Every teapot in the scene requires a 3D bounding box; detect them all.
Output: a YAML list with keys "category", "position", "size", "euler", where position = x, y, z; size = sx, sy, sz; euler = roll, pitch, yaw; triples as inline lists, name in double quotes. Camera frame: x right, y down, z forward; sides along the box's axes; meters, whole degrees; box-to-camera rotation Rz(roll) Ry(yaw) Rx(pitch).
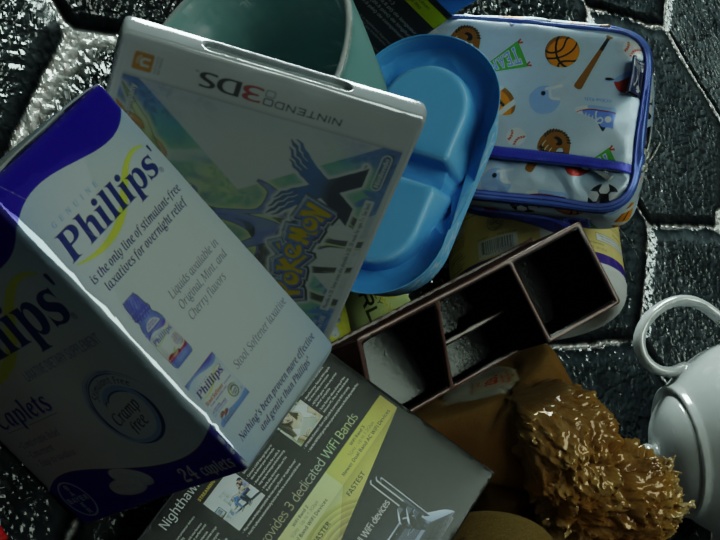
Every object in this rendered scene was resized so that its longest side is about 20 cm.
- category: "teapot"
  position: [0.323, 0.154, 1.148]
  size: [0.146, 0.198, 0.200]
  euler: [-6, 37, -8]

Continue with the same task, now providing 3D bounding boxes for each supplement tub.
- category: "supplement tub"
  position: [0.142, -0.054, 1.070]
  size: [0.145, 0.145, 0.200]
  euler: [17, 60, -38]

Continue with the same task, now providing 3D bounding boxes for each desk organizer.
- category: "desk organizer"
  position: [0.078, 0.041, 0.896]
  size: [0.200, 0.077, 0.072]
  euler: [-27, 90, -23]

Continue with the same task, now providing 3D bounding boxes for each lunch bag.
- category: "lunch bag"
  position: [0.130, -0.110, 0.974]
  size: [0.076, 0.200, 0.161]
  euler: [52, 48, -70]

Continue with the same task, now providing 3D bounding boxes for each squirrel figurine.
- category: "squirrel figurine"
  position: [0.136, 0.165, 0.927]
  size: [0.141, 0.200, 0.187]
  euler: [-30, 108, -31]

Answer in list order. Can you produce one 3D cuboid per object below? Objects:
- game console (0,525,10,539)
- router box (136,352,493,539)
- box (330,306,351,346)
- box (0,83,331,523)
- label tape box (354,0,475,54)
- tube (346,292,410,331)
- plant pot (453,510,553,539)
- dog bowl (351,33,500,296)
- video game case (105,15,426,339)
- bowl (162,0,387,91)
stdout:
- category: "game console"
  position: [-0.259, 0.197, 0.660]
  size: [0.177, 0.031, 0.200]
  euler: [54, 44, -4]
- category: "router box"
  position: [-0.036, 0.162, 0.789]
  size: [0.157, 0.052, 0.200]
  euler: [37, 65, 3]
- category: "box"
  position: [-0.050, 0.099, 0.888]
  size: [0.117, 0.048, 0.200]
  euler: [0, 73, -44]
- category: "box"
  position: [-0.154, 0.029, 0.722]
  size: [0.200, 0.184, 0.105]
  euler: [49, 47, -15]
- category: "label tape box"
  position: [-0.010, -0.231, 0.966]
  size: [0.144, 0.200, 0.063]
  euler: [41, 48, -22]
- category: "tube"
  position: [0.000, 0.000, 0.982]
  size: [0.052, 0.058, 0.200]
  euler: [-115, 180, -84]
- category: "plant pot"
  position: [0.083, 0.263, 0.814]
  size: [0.186, 0.186, 0.200]
  euler: [39, 36, -24]
- category: "dog bowl"
  position: [0.034, -0.071, 0.920]
  size: [0.200, 0.111, 0.050]
  euler: [-67, 158, -10]
- category: "video game case"
  position: [-0.078, -0.043, 0.781]
  size: [0.182, 0.200, 0.022]
  euler: [15, 38, -12]
- category: "bowl"
  position: [-0.061, -0.111, 0.884]
  size: [0.105, 0.201, 0.201]
  euler: [35, 49, -47]
